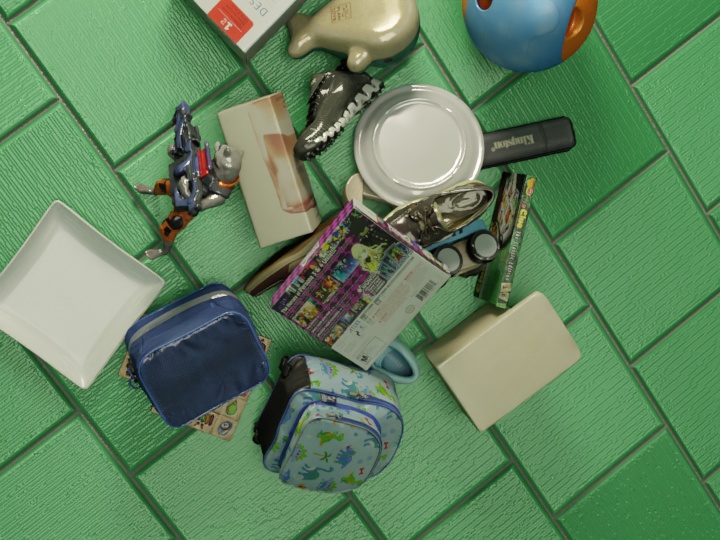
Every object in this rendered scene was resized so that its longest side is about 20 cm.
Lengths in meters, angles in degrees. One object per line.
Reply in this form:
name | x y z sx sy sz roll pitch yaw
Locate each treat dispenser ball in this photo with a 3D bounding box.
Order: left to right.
treat dispenser ball | 0.247 -0.393 1.618 0.197 0.201 0.205 -2 97 -12

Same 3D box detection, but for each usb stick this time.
usb stick | 0.242 -0.197 1.726 0.197 0.033 0.056 -13 95 -10

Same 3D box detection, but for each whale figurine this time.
whale figurine | -0.009 -0.349 1.626 0.197 0.104 0.161 -11 65 8

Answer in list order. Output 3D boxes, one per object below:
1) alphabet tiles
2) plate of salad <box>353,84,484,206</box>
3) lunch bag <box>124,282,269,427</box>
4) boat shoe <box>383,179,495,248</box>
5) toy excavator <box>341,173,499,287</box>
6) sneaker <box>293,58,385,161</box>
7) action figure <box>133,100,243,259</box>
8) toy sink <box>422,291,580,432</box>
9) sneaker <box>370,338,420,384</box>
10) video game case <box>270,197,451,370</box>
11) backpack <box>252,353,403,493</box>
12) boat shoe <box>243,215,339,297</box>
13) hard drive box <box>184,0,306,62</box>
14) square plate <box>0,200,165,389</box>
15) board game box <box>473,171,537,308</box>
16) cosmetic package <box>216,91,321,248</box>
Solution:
alphabet tiles | -0.255 0.146 1.668 0.198 0.008 0.169 23 91 -14
plate of salad | 0.088 -0.184 1.670 0.196 0.048 0.204 0 75 0
lunch bag | -0.245 0.121 1.598 0.198 0.132 0.137 -26 117 -9
boat shoe | 0.104 -0.077 1.596 0.198 0.065 0.074 -31 94 -11
toy excavator | 0.088 -0.071 1.682 0.192 0.100 0.202 -20 78 -17
sneaker | -0.051 -0.239 1.617 0.090 0.066 0.200 43 57 -3
action figure | -0.238 -0.131 1.566 0.104 0.192 0.203 27 47 -41
toy sink | 0.218 0.129 1.720 0.199 0.112 0.131 -36 103 -1
sneaker | 0.013 0.107 1.685 0.198 0.082 0.075 30 89 -14
video game case | -0.001 0.024 1.580 0.180 0.036 0.201 33 112 -19
backpack | -0.037 0.237 1.643 0.197 0.148 0.185 10 124 -23
boat shoe | -0.085 -0.004 1.622 0.199 0.072 0.072 -32 102 22
hard drive box | -0.149 -0.427 1.577 0.156 0.077 0.200 43 86 -4
square plate | -0.419 0.036 1.606 0.199 0.028 0.199 38 88 -14
board game box | 0.222 -0.049 1.703 0.023 0.105 0.203 12 95 -17
cosmetic package | -0.129 -0.148 1.604 0.086 0.103 0.203 -15 102 9
